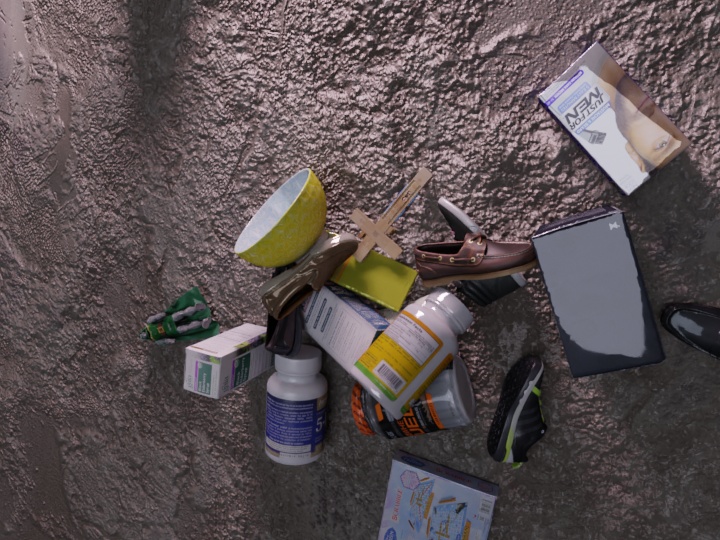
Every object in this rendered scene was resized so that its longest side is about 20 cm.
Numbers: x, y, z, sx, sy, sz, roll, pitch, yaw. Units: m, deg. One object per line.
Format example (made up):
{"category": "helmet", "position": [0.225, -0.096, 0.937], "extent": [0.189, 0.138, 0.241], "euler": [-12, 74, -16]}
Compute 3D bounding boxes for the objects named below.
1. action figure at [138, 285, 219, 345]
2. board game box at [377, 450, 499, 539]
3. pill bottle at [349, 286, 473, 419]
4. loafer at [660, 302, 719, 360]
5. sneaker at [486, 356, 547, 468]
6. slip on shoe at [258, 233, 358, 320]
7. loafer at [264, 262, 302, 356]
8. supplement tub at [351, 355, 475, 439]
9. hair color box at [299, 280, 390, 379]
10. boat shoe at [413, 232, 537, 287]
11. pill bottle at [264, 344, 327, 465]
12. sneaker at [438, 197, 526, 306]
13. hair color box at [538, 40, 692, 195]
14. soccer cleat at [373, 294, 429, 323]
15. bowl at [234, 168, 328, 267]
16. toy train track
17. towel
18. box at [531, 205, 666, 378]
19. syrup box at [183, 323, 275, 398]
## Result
{"category": "action figure", "position": [-0.406, 0.119, 1.152], "extent": [0.198, 0.055, 0.120], "euler": [-19, 94, 27]}
{"category": "board game box", "position": [0.140, 0.467, 0.999], "extent": [0.197, 0.041, 0.203], "euler": [14, 103, 18]}
{"category": "pill bottle", "position": [0.086, 0.126, 0.852], "extent": [0.111, 0.111, 0.200], "euler": [42, 81, 10]}
{"category": "loafer", "position": [0.544, 0.103, 0.772], "extent": [0.198, 0.070, 0.069], "euler": [24, 106, 16]}
{"category": "sneaker", "position": [0.282, 0.242, 0.910], "extent": [0.082, 0.072, 0.203], "euler": [15, 106, -7]}
{"category": "slip on shoe", "position": [-0.082, 0.011, 0.926], "extent": [0.198, 0.076, 0.061], "euler": [-31, 63, -3]}
{"category": "loafer", "position": [-0.148, 0.058, 0.989], "extent": [0.072, 0.062, 0.203], "euler": [-38, 51, 47]}
{"category": "supplement tub", "position": [0.091, 0.226, 0.937], "extent": [0.198, 0.122, 0.124], "euler": [-17, 92, 23]}
{"category": "hair color box", "position": [-0.033, 0.095, 0.958], "extent": [0.199, 0.060, 0.101], "euler": [37, 111, 39]}
{"category": "boat shoe", "position": [0.171, -0.022, 0.820], "extent": [0.198, 0.070, 0.071], "euler": [-10, 102, 34]}
{"category": "pill bottle", "position": [-0.123, 0.253, 1.025], "extent": [0.118, 0.120, 0.203], "euler": [7, 101, 20]}
{"category": "sneaker", "position": [0.176, -0.024, 0.893], "extent": [0.099, 0.071, 0.200], "euler": [-42, 87, 16]}
{"category": "hair color box", "position": [0.372, -0.222, 0.793], "extent": [0.109, 0.065, 0.201], "euler": [-42, 84, 21]}
{"category": "soccer cleat", "position": [0.055, 0.092, 0.963], "extent": [0.199, 0.069, 0.078], "euler": [-38, 80, 24]}
{"category": "bowl", "position": [-0.122, -0.073, 0.959], "extent": [0.199, 0.201, 0.108], "euler": [-37, 114, 22]}
{"category": "toy train track", "position": [0.058, -0.097, 0.950], "extent": [0.115, 0.032, 0.201], "euler": [43, 103, 13]}
{"category": "towel", "position": [0.000, 0.000, 0.969], "extent": [0.198, 0.018, 0.087], "euler": [25, 75, 18]}
{"category": "box", "position": [0.339, 0.020, 0.771], "extent": [0.122, 0.196, 0.203], "euler": [-17, 92, 22]}
{"category": "syrup box", "position": [-0.241, 0.166, 1.014], "extent": [0.080, 0.200, 0.080], "euler": [10, 101, 19]}
